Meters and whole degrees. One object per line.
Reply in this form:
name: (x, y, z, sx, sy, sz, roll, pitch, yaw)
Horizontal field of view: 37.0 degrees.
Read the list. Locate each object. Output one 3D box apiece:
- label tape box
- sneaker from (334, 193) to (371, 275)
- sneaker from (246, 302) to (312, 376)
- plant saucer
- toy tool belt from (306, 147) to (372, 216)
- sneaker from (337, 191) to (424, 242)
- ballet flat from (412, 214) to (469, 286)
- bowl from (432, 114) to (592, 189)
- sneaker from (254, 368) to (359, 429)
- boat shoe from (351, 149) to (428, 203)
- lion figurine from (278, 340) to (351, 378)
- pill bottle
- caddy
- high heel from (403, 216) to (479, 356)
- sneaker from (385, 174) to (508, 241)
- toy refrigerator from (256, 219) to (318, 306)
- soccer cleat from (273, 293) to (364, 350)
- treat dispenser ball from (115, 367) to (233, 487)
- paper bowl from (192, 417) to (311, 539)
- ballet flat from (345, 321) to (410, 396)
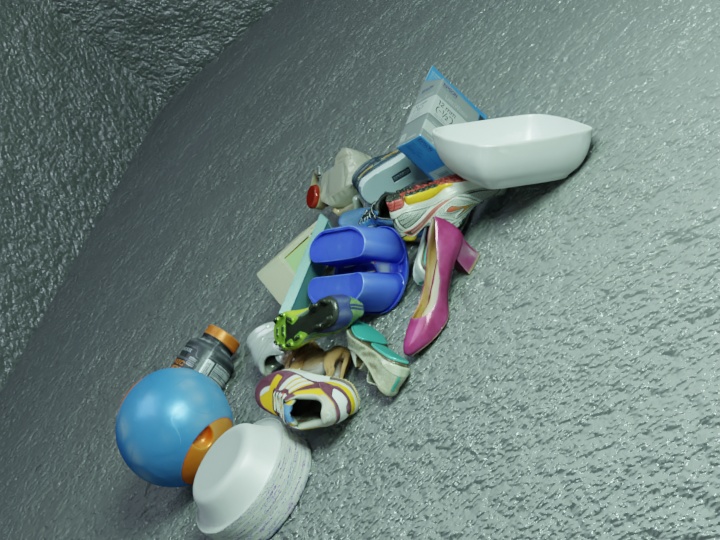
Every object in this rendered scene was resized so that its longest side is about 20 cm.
label tape box: (0.156, -0.240, 1.790, 0.066, 0.143, 0.201, -22, 36, 49)
sneaker: (-0.013, -0.049, 1.899, 0.075, 0.081, 0.201, -16, 42, 50)
sneaker: (-0.109, 0.112, 1.876, 0.200, 0.075, 0.100, -38, 49, 21)
plant saucer: (-0.084, 0.005, 1.820, 0.019, 0.070, 0.201, 9, 63, 24)
toy tool belt: (-0.008, -0.152, 2.034, 0.200, 0.122, 0.126, -28, 58, 58)
sneaker: (0.040, -0.096, 1.800, 0.199, 0.089, 0.079, -5, 52, 38)
ballet flat: (0.122, -0.058, 1.697, 0.069, 0.069, 0.201, -24, 36, 46)
bowl: (0.219, -0.174, 1.579, 0.198, 0.075, 0.200, -10, 19, -17)
sneaker: (-0.101, 0.196, 1.617, 0.199, 0.076, 0.090, -4, 12, 39)
boat shoe: (0.077, -0.189, 1.884, 0.199, 0.071, 0.091, -26, 25, -6)
lion figurine: (-0.065, 0.152, 1.731, 0.199, 0.073, 0.123, -2, 44, 43)
pill bottle: (-0.310, 0.203, 2.036, 0.201, 0.106, 0.106, -58, 24, -17)
caddy: (0.000, 0.000, 1.755, 0.199, 0.104, 0.143, -6, 81, 54)
high heel: (0.096, 0.022, 1.571, 0.201, 0.096, 0.067, -56, 24, -13)
sneaker: (0.135, -0.100, 1.645, 0.198, 0.083, 0.078, -17, 13, -15)
toy refrigerator: (-0.102, -0.020, 1.939, 0.070, 0.076, 0.200, -36, 5, 30)
soccer cleat: (-0.069, 0.085, 1.698, 0.200, 0.083, 0.065, -25, 69, 51)
treat dispenser ball: (-0.316, 0.267, 1.830, 0.201, 0.201, 0.202, -40, 25, 23)
paper bowl: (-0.176, 0.314, 1.630, 0.200, 0.104, 0.201, -42, 24, 23)
ballet flat: (0.015, 0.131, 1.605, 0.063, 0.067, 0.200, -70, 20, 8)
